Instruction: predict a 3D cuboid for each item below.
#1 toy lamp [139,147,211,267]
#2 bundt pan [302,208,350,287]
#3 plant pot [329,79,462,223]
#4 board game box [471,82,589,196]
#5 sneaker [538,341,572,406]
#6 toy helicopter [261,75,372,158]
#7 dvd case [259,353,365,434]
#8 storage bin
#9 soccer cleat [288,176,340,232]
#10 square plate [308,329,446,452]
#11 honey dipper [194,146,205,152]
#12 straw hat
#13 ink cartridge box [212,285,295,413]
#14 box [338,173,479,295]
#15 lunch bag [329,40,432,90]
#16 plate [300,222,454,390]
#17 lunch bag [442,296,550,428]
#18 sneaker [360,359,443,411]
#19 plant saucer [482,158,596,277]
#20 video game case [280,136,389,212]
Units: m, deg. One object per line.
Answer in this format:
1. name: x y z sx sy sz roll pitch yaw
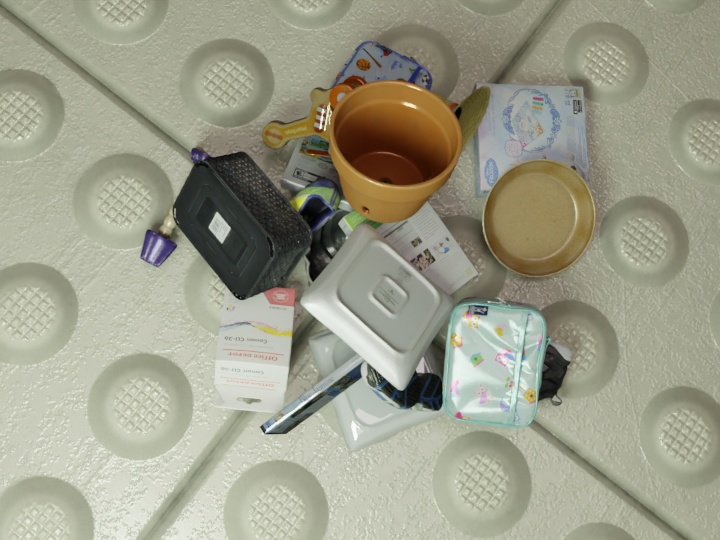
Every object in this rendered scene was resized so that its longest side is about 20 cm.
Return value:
1. toy lamp: -0.300 -0.101 1.494 0.058 0.058 0.201 29 84 1
2. bundt pan: 0.000 0.000 1.489 0.200 0.076 0.204 5 64 -10
3. plant pot: 0.045 -0.168 1.383 0.198 0.140 0.202 3 60 -5
4. board game box: 0.300 -0.229 1.608 0.197 0.043 0.202 1 77 -7
5. sneaker: 0.247 0.164 1.491 0.198 0.076 0.115 11 77 -2
6. toy helicopter: -0.066 -0.229 1.477 0.198 0.079 0.134 -11 108 20
7. dvd case: -0.056 0.187 1.395 0.199 0.143 0.018 -37 78 1
8. storage bin: -0.187 -0.072 1.419 0.200 0.136 0.093 48 38 15
9. soccer cleat: -0.112 -0.073 1.452 0.200 0.084 0.065 -36 118 25
10. square plate: 0.038 0.168 1.491 0.196 0.028 0.202 -20 80 -10
11. honey dipper: -0.210 -0.140 1.533 0.200 0.038 0.038 43 76 6
12. straw hat: 0.125 -0.242 1.518 0.085 0.201 0.201 37 75 16
13. ink cartridge box: -0.164 0.118 1.416 0.115 0.068 0.201 5 48 -6
14. box: 0.077 -0.035 1.445 0.144 0.036 0.201 -34 89 -24
15. lunch bag: 0.033 -0.296 1.563 0.159 0.076 0.201 30 62 3
16. plate: 0.036 0.043 1.345 0.199 0.032 0.200 41 50 -4
17. lunch bag: 0.213 0.141 1.424 0.159 0.077 0.202 7 95 12
18. sneaker: 0.052 0.179 1.383 0.076 0.200 0.077 -8 65 31
19. plant saucer: 0.302 -0.090 1.555 0.198 0.035 0.203 -1 98 -5
20. video game case: -0.016 -0.174 1.533 0.198 0.023 0.183 19 50 -1
